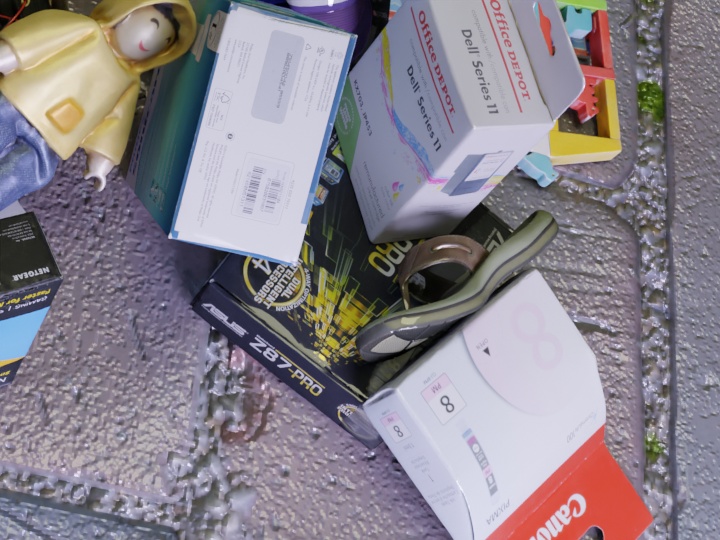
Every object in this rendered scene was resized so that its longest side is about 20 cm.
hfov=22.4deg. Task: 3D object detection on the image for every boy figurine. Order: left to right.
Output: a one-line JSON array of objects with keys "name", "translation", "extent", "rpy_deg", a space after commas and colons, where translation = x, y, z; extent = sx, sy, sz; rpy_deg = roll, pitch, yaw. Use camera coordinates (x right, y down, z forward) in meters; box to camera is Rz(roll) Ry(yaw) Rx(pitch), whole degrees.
[{"name": "boy figurine", "translation": [-0.178, -0.103, 1.110], "extent": [0.200, 0.125, 0.064], "rpy_deg": [-42, 40, -13]}]

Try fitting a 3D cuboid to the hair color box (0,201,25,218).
[{"name": "hair color box", "translation": [-0.316, -0.022, 1.122], "extent": [0.199, 0.061, 0.099], "rpy_deg": [-26, 76, -32]}]

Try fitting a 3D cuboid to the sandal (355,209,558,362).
[{"name": "sandal", "translation": [0.057, 0.003, 1.215], "extent": [0.058, 0.080, 0.201], "rpy_deg": [55, 45, -1]}]

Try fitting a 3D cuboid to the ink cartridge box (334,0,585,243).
[{"name": "ink cartridge box", "translation": [0.058, -0.115, 1.199], "extent": [0.067, 0.200, 0.118], "rpy_deg": [-5, 66, -29]}]

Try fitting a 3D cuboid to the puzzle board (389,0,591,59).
[{"name": "puzzle board", "translation": [0.092, -0.252, 1.462], "extent": [0.198, 0.017, 0.152], "rpy_deg": [8, 60, -20]}]

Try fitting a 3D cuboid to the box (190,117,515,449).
[{"name": "box", "translation": [0.000, 0.000, 1.262], "extent": [0.161, 0.049, 0.200], "rpy_deg": [40, 54, -5]}]

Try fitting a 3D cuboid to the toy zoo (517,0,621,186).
[{"name": "toy zoo", "translation": [0.137, -0.160, 1.418], "extent": [0.130, 0.020, 0.202], "rpy_deg": [5, 69, -22]}]

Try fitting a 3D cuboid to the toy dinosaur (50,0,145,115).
[{"name": "toy dinosaur", "translation": [-0.188, -0.146, 1.197], "extent": [0.058, 0.200, 0.102], "rpy_deg": [-25, 87, -4]}]

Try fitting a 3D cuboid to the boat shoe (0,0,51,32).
[{"name": "boat shoe", "translation": [-0.221, -0.160, 1.121], "extent": [0.073, 0.202, 0.063], "rpy_deg": [-25, 61, -24]}]

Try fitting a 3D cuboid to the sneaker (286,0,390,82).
[{"name": "sneaker", "translation": [-0.012, -0.195, 1.338], "extent": [0.075, 0.088, 0.200], "rpy_deg": [-1, 26, 16]}]

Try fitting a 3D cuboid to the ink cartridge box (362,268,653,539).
[{"name": "ink cartridge box", "translation": [0.115, 0.123, 1.218], "extent": [0.162, 0.057, 0.200], "rpy_deg": [-37, 90, -39]}]

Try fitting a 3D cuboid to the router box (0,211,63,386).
[{"name": "router box", "translation": [-0.284, 0.042, 1.048], "extent": [0.199, 0.149, 0.051], "rpy_deg": [-16, 70, -30]}]

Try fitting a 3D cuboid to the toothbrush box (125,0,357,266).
[{"name": "toothbrush box", "translation": [-0.082, -0.100, 1.162], "extent": [0.085, 0.200, 0.148], "rpy_deg": [13, 98, -18]}]

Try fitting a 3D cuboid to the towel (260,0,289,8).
[{"name": "towel", "translation": [-0.130, -0.267, 1.339], "extent": [0.147, 0.049, 0.201], "rpy_deg": [-5, 63, -53]}]
